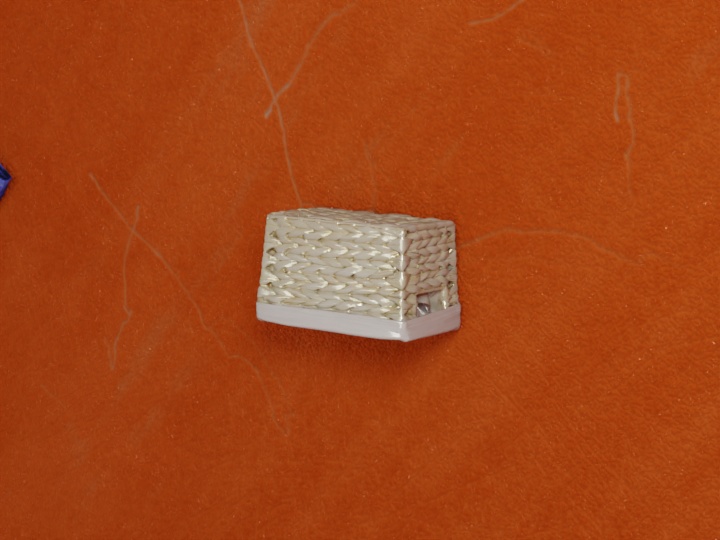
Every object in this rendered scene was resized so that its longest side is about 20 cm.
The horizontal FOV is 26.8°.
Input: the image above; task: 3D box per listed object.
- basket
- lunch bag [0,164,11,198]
[{"bbox_3d":[0.000,0.000,1.660,0.199,0.135,0.124,8,99,31],"label":"basket"},{"bbox_3d":[-0.565,-0.126,2.030,0.200,0.094,0.151,46,117,6],"label":"lunch bag"}]
